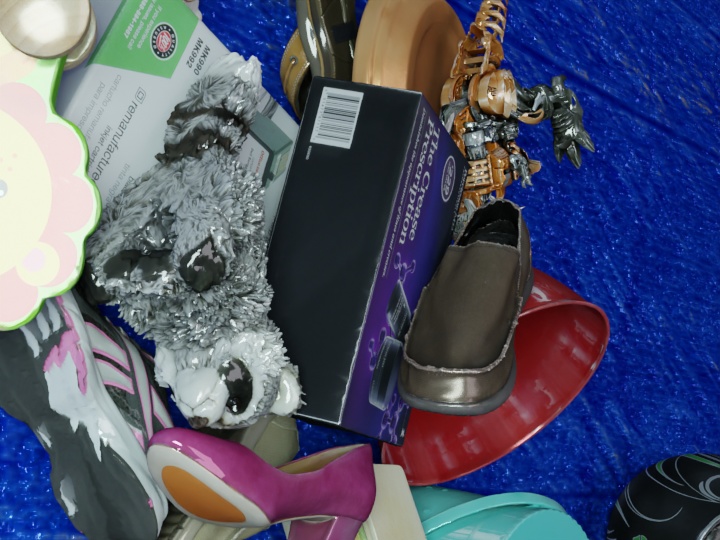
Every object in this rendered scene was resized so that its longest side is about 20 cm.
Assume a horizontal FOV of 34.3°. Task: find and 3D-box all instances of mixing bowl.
[{"bbox_3d":[0.078,0.057,0.886,0.199,0.201,0.109,10,37,-48],"label":"mixing bowl"}]

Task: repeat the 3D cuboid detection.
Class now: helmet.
[{"bbox_3d":[0.341,0.273,1.154,0.197,0.191,0.203,-1,94,-15],"label":"helmet"}]

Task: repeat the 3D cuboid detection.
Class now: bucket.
[{"bbox_3d":[0.087,0.265,0.898,0.206,0.134,0.210,4,85,-49],"label":"bucket"}]

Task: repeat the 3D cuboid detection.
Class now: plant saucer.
[{"bbox_3d":[0.049,-0.129,0.910,0.200,0.037,0.203,2,90,-66],"label":"plant saucer"}]

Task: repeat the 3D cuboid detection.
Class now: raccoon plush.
[{"bbox_3d":[-0.063,-0.008,0.652,0.201,0.096,0.134,-61,137,-28],"label":"raccoon plush"}]

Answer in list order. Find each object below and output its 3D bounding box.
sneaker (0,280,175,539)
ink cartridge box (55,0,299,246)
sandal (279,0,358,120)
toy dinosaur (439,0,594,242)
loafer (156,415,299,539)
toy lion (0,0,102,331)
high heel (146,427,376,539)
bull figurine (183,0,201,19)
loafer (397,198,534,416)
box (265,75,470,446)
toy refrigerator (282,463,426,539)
[{"bbox_3d":[-0.162,0.060,0.684,0.086,0.079,0.202,-55,131,-60],"label":"sneaker"},{"bbox_3d":[-0.117,-0.060,0.718,0.200,0.083,0.147,43,58,-39],"label":"ink cartridge box"},{"bbox_3d":[-0.033,-0.152,0.842,0.082,0.054,0.202,-32,114,-61],"label":"sandal"},{"bbox_3d":[0.106,-0.120,0.894,0.135,0.102,0.202,8,105,-49],"label":"toy dinosaur"},{"bbox_3d":[-0.092,0.151,0.742,0.069,0.075,0.201,54,50,-25],"label":"loafer"},{"bbox_3d":[-0.219,-0.068,0.565,0.198,0.069,0.194,16,88,-11],"label":"toy lion"},{"bbox_3d":[-0.050,0.112,0.693,0.200,0.067,0.097,43,53,-42],"label":"high heel"},{"bbox_3d":[-0.116,-0.260,0.748,0.121,0.065,0.202,-39,119,-47],"label":"bull figurine"},{"bbox_3d":[0.066,0.016,0.729,0.201,0.072,0.072,-66,156,-57],"label":"loafer"},{"bbox_3d":[0.000,0.000,0.742,0.141,0.078,0.202,39,64,-71],"label":"box"},{"bbox_3d":[0.013,0.240,0.795,0.070,0.076,0.202,15,50,-53],"label":"toy refrigerator"}]
